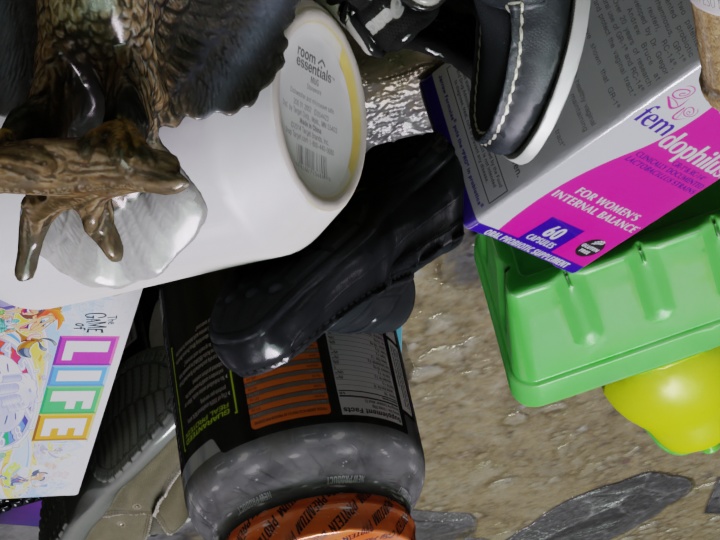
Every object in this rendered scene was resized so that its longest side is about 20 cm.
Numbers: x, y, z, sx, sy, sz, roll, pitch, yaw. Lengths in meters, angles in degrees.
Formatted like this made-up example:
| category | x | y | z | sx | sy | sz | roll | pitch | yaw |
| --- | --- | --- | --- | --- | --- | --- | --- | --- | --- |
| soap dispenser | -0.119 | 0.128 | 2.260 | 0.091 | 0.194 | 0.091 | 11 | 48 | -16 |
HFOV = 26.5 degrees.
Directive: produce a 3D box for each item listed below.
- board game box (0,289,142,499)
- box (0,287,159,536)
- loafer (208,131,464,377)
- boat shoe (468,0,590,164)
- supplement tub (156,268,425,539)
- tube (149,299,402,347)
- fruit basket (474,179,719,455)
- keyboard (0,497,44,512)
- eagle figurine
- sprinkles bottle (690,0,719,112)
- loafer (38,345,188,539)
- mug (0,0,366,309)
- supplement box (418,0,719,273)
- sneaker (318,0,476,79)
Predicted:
| category | x | y | z | sx | sy | sz | roll | pitch | yaw |
| --- | --- | --- | --- | --- | --- | --- | --- | --- | --- |
| board game box | -0.198 | 0.049 | 0.814 | 0.133 | 0.034 | 0.201 | 0 | 135 | -26 |
| box | -0.144 | 0.101 | 1.027 | 0.140 | 0.080 | 0.200 | 11 | 142 | -42 |
| loafer | 0.000 | 0.000 | 0.708 | 0.068 | 0.071 | 0.201 | -11 | -160 | 33 |
| boat shoe | 0.064 | -0.146 | 0.637 | 0.060 | 0.076 | 0.202 | 5 | 102 | -18 |
| supplement tub | -0.036 | 0.060 | 0.777 | 0.121 | 0.202 | 0.123 | -8 | 149 | -5 |
| tube | -0.043 | 0.048 | 0.974 | 0.050 | 0.078 | 0.199 | 0 | 172 | 44 |
| fruit basket | 0.179 | 0.014 | 0.943 | 0.213 | 0.157 | 0.217 | -8 | 143 | -6 |
| keyboard | -0.245 | 0.104 | 0.899 | 0.103 | 0.040 | 0.201 | -12 | 144 | 6 |
| eagle figurine | -0.090 | -0.107 | 0.534 | 0.151 | 0.202 | 0.150 | 30 | 139 | -35 |
| sprinkles bottle | 0.157 | -0.161 | 0.613 | 0.067 | 0.069 | 0.201 | -16 | 124 | 3 |
| loafer | -0.129 | 0.114 | 0.913 | 0.069 | 0.076 | 0.200 | 15 | 139 | -28 |
| mug | -0.075 | -0.073 | 0.666 | 0.152 | 0.187 | 0.151 | -3 | 124 | 27 |
| supplement box | 0.143 | -0.099 | 0.791 | 0.101 | 0.104 | 0.199 | 19 | 135 | -43 |
| sneaker | 0.000 | -0.142 | 0.665 | 0.198 | 0.088 | 0.076 | 12 | 143 | -37 |
